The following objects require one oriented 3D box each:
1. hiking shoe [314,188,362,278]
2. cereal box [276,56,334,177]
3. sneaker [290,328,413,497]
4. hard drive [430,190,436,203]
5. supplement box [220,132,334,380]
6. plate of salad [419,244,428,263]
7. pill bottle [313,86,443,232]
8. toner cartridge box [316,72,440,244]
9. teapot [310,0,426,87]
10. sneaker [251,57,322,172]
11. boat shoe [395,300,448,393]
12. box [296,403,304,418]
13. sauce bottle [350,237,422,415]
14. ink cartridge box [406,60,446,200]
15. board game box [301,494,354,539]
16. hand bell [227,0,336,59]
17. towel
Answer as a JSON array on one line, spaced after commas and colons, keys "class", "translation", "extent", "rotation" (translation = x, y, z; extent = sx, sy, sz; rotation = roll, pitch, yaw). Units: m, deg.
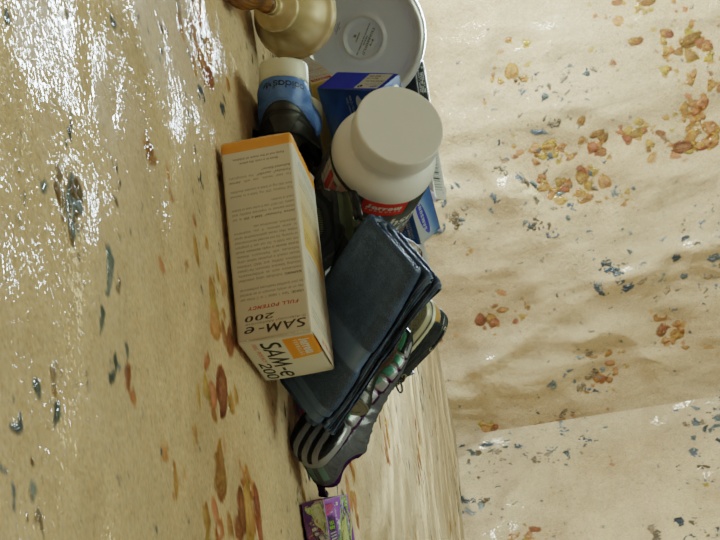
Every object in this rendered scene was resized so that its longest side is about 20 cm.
[{"class": "hiking shoe", "translation": [-0.059, 0.008, 1.526], "extent": [0.076, 0.100, 0.202], "rotation": [-109, -150, -80]}, {"class": "cereal box", "translation": [-0.054, -0.184, 1.819], "extent": [0.200, 0.039, 0.145], "rotation": [-130, -153, -66]}, {"class": "sneaker", "translation": [-0.006, 0.146, 1.580], "extent": [0.200, 0.074, 0.088], "rotation": [-50, 144, -30]}, {"class": "hard drive", "translation": [0.017, -0.133, 1.888], "extent": [0.132, 0.025, 0.200], "rotation": [38, -1, -15]}, {"class": "supplement box", "translation": [-0.079, -0.011, 1.397], "extent": [0.126, 0.073, 0.202], "rotation": [67, 15, -68]}, {"class": "plate of salad", "translation": [-0.002, -0.016, 1.816], "extent": [0.048, 0.199, 0.202], "rotation": [-34, -124, 50]}, {"class": "pill bottle", "translation": [0.015, -0.104, 1.585], "extent": [0.200, 0.115, 0.117], "rotation": [119, -31, -60]}, {"class": "toner cartridge box", "translation": [0.022, -0.129, 1.706], "extent": [0.043, 0.095, 0.201], "rotation": [-40, 125, -37]}, {"class": "teapot", "translation": [-0.012, -0.311, 1.970], "extent": [0.198, 0.199, 0.146], "rotation": [64, -6, -16]}, {"class": "sneaker", "translation": [-0.079, -0.147, 1.624], "extent": [0.200, 0.076, 0.112], "rotation": [91, -1, -76]}, {"class": "boat shoe", "translation": [0.032, 0.112, 1.768], "extent": [0.062, 0.200, 0.075], "rotation": [21, 26, -47]}, {"class": "box", "translation": [-0.060, 0.057, 1.638], "extent": [0.137, 0.039, 0.202], "rotation": [-70, 151, -77]}, {"class": "sauce bottle", "translation": [0.015, 0.056, 1.548], "extent": [0.065, 0.064, 0.201], "rotation": [73, 28, -52]}, {"class": "ink cartridge box", "translation": [0.011, -0.174, 2.047], "extent": [0.043, 0.199, 0.200], "rotation": [0, 79, -60]}, {"class": "board game box", "translation": [-0.029, 0.308, 1.606], "extent": [0.200, 0.032, 0.121], "rotation": [47, 37, -80]}, {"class": "hand bell", "translation": [-0.106, -0.298, 1.629], "extent": [0.200, 0.103, 0.105], "rotation": [-3, 84, -73]}, {"class": "towel", "translation": [-0.007, 0.052, 1.443], "extent": [0.048, 0.201, 0.112], "rotation": [12, 29, -43]}]
